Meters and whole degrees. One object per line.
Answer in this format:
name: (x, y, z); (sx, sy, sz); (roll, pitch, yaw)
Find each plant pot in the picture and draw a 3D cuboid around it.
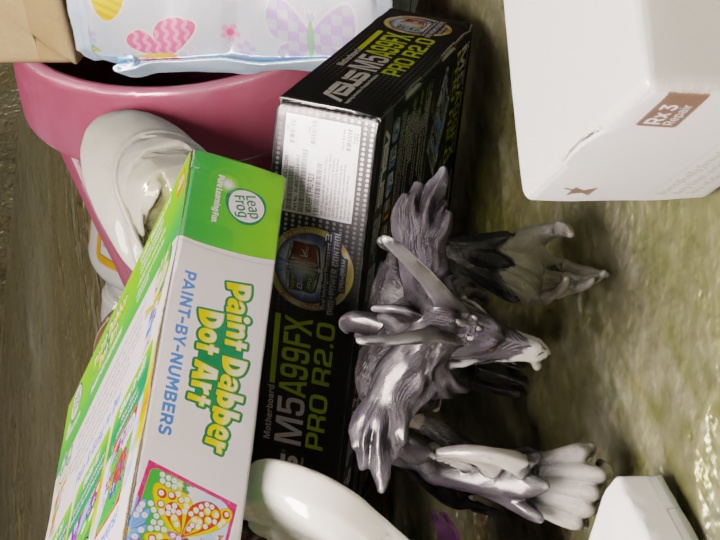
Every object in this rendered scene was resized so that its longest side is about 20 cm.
plant pot: (-0.089, -0.077, 1.003); (0.200, 0.200, 0.179); (-112, 13, -54)

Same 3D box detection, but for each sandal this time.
sandal: (0.027, 0.115, 0.659); (0.082, 0.203, 0.050); (15, 68, 35)

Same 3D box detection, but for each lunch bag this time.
lunch bag: (-0.056, -0.196, 0.857); (0.127, 0.169, 0.200); (24, -114, -76)

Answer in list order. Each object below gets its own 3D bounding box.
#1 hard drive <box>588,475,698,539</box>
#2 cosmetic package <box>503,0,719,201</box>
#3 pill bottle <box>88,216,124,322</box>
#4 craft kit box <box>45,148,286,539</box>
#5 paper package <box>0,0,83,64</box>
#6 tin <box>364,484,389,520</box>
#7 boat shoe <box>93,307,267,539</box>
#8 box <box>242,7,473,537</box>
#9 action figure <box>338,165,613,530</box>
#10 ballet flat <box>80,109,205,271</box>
hard drive: (0.108, 0.181, 0.557); (0.200, 0.026, 0.132); (-112, 28, -53)
cosmetic package: (0.092, -0.131, 0.559); (0.102, 0.074, 0.200); (136, 131, -68)
pill bottle: (-0.144, -0.048, 1.288); (0.113, 0.113, 0.200); (-118, 33, -60)
craft kit box: (-0.088, 0.089, 0.672); (0.200, 0.048, 0.198); (124, 155, -49)
paper package: (-0.179, -0.230, 0.912); (0.200, 0.103, 0.191); (-66, -27, -51)
tin: (-0.028, 0.133, 1.015); (0.200, 0.042, 0.112); (159, 116, -73)
boat shoe: (-0.079, 0.106, 0.886); (0.075, 0.075, 0.202); (-138, 31, -76)
box: (0.000, 0.000, 0.769); (0.160, 0.044, 0.200); (-53, -28, -63)
action figure: (0.045, 0.035, 0.647); (0.200, 0.102, 0.119); (73, -158, -75)
ballet flat: (-0.077, -0.011, 0.818); (0.200, 0.069, 0.069); (65, 153, 25)
